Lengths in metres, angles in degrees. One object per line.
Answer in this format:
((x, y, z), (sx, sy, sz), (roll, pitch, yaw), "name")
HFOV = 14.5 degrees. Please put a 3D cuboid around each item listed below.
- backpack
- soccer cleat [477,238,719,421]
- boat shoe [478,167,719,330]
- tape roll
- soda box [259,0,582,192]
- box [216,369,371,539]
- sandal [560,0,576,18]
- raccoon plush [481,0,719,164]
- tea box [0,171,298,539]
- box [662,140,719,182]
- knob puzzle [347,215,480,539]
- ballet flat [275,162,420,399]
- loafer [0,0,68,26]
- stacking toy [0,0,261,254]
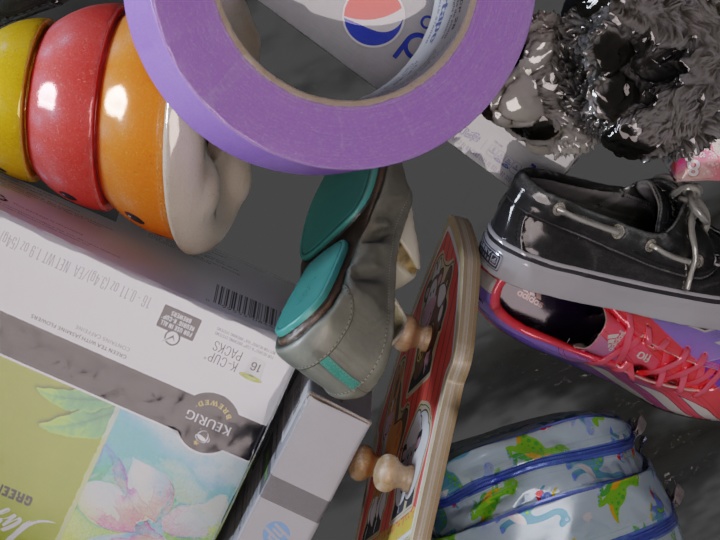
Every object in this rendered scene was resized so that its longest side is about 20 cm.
((0.097, 0.140, 1.513), (0.163, 0.200, 0.154), (-11, 104, 2), "backpack")
((0.151, 0.039, 1.556), (0.200, 0.073, 0.068), (24, 101, -7), "soccer cleat")
((0.158, -0.019, 1.516), (0.199, 0.074, 0.068), (11, 115, -25), "boat shoe")
((-0.016, -0.149, 1.408), (0.199, 0.066, 0.201), (0, 89, -16), "tape roll")
((0.035, -0.122, 1.521), (0.200, 0.068, 0.063), (36, 101, -8), "soda box")
((-0.054, 0.140, 1.536), (0.041, 0.156, 0.200), (27, 101, -5), "box")
((0.142, -0.221, 1.507), (0.048, 0.075, 0.201), (23, 95, 20), "sandal")
((0.161, -0.098, 1.444), (0.199, 0.134, 0.097), (2, 88, -16), "raccoon plush")
((-0.157, 0.070, 1.530), (0.200, 0.134, 0.197), (23, 102, -6), "tea box")
((0.260, -0.104, 1.513), (0.199, 0.095, 0.100), (-1, 102, 0), "box")
((0.024, 0.063, 1.507), (0.030, 0.220, 0.220), (15, 102, -7), "knob puzzle")
((0.000, 0.000, 1.491), (0.064, 0.200, 0.067), (42, 121, -16), "ballet flat")
((-0.177, -0.172, 1.506), (0.200, 0.070, 0.068), (-22, 104, 5), "loafer")
((-0.160, -0.089, 1.506), (0.199, 0.146, 0.147), (6, 103, 11), "stacking toy")
